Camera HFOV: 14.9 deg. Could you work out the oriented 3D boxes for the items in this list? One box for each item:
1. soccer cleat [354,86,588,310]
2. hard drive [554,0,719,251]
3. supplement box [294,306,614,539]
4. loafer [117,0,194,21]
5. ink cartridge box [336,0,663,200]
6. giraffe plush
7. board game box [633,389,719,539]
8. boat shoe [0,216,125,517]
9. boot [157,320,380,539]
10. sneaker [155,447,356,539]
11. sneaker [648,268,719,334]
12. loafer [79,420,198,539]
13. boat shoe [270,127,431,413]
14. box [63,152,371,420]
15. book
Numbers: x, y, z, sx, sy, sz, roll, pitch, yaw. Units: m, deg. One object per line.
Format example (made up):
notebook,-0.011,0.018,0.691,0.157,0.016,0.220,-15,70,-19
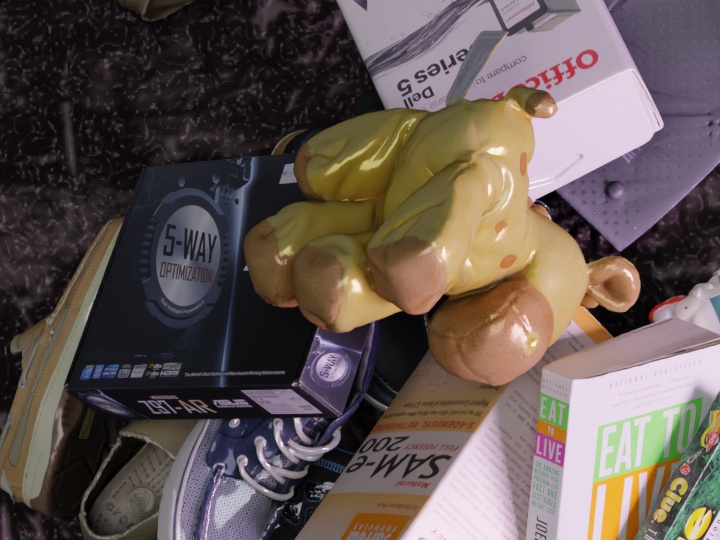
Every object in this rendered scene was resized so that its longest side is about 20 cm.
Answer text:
soccer cleat,0.074,-0.044,1.702,0.067,0.081,0.200,-37,82,-24
hard drive,0.186,-0.124,1.706,0.135,0.042,0.200,44,96,10
supplement box,0.061,0.113,1.639,0.074,0.126,0.200,45,66,-20
loafer,-0.063,-0.207,1.745,0.199,0.076,0.068,-28,77,10
ink cartridge box,0.074,-0.146,1.664,0.145,0.084,0.201,-27,60,6
giraffe plush,0.059,-0.008,1.547,0.200,0.172,0.162,-47,123,-18
board game box,0.190,0.174,1.614,0.023,0.105,0.200,30,90,42
boat shoe,-0.192,0.053,1.772,0.076,0.072,0.201,22,91,28
boot,-0.054,0.104,1.649,0.090,0.073,0.201,-9,58,52
sneaker,-0.039,0.151,1.726,0.199,0.073,0.082,-11,85,-6
sneaker,0.227,0.017,1.674,0.093,0.070,0.201,18,88,10
loafer,-0.107,0.106,1.741,0.076,0.067,0.200,35,96,11
boat shoe,0.000,0.000,1.724,0.074,0.062,0.201,-20,82,-17
box,-0.073,0.010,1.663,0.199,0.044,0.161,-2,60,41
book,0.148,0.140,1.612,0.048,0.133,0.201,22,116,42
